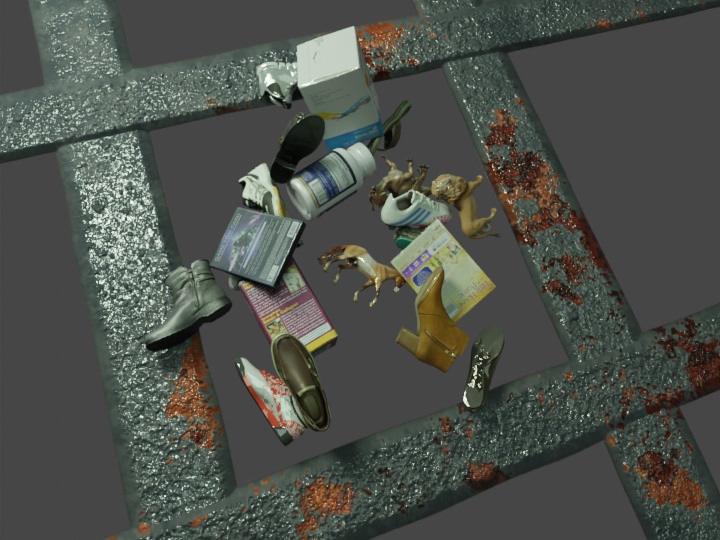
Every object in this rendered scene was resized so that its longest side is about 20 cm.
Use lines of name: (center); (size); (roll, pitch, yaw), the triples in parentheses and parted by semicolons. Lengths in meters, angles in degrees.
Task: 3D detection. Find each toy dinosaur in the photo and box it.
toy dinosaur: (0.099, -0.189, 1.280); (0.197, 0.086, 0.138); (15, 91, -26)

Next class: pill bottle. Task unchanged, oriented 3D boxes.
pill bottle: (-0.064, -0.211, 1.248); (0.199, 0.111, 0.112); (-35, 79, -18)

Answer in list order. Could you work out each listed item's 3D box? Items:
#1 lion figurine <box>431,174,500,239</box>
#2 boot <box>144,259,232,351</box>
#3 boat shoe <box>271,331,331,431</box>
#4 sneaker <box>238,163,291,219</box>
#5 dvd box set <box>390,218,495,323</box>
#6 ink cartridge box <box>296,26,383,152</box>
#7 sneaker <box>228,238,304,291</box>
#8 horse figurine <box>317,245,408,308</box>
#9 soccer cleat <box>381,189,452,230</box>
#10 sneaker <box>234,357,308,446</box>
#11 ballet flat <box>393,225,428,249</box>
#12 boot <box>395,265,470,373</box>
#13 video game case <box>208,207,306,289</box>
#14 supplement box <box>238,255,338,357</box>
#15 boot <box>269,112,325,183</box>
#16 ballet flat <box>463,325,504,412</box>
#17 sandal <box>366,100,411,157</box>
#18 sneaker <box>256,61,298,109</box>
lion figurine: (0.249, -0.142, 1.260); (0.122, 0.072, 0.202); (-32, 95, -29)
boot: (-0.382, 0.071, 1.137); (0.198, 0.070, 0.132); (-31, 75, -28)
boat shoe: (-0.105, 0.213, 1.027); (0.074, 0.075, 0.205); (-29, 101, -15)
sneaker: (-0.218, -0.154, 1.209); (0.087, 0.076, 0.201); (-26, 46, -3)
dvd box set: (0.184, 0.008, 1.209); (0.146, 0.029, 0.200); (-42, 88, 8)
ink cartridge box: (-0.045, -0.412, 1.238); (0.142, 0.201, 0.150); (-14, 56, 11)
sneaker: (-0.206, -0.026, 1.180); (0.082, 0.075, 0.200); (37, 70, 12)
horse figurine: (0.000, 0.000, 1.214); (0.199, 0.050, 0.133); (36, 58, 11)
soccer cleat: (0.139, -0.144, 1.242); (0.197, 0.087, 0.070); (-9, 42, -29)
sneaker: (-0.166, 0.242, 1.103); (0.107, 0.067, 0.203); (-33, 82, -18)
ballet flat: (0.175, -0.058, 1.259); (0.197, 0.068, 0.076); (24, 53, 3)
boot: (0.179, 0.108, 1.174); (0.142, 0.071, 0.204); (27, 97, -3)
video game case: (-0.215, -0.051, 1.112); (0.197, 0.019, 0.145); (14, 74, 36)
supplement box: (-0.151, 0.095, 1.134); (0.129, 0.103, 0.202); (-28, 78, -14)
boot: (-0.142, -0.304, 1.204); (0.069, 0.200, 0.176); (30, 37, -23)
ballet flat: (0.271, 0.216, 1.189); (0.066, 0.047, 0.203); (7, 61, 28)
sandal: (0.077, -0.341, 1.334); (0.057, 0.080, 0.202); (41, 70, -8)
sneaker: (-0.158, -0.458, 1.347); (0.196, 0.075, 0.118); (-5, 76, 1)
